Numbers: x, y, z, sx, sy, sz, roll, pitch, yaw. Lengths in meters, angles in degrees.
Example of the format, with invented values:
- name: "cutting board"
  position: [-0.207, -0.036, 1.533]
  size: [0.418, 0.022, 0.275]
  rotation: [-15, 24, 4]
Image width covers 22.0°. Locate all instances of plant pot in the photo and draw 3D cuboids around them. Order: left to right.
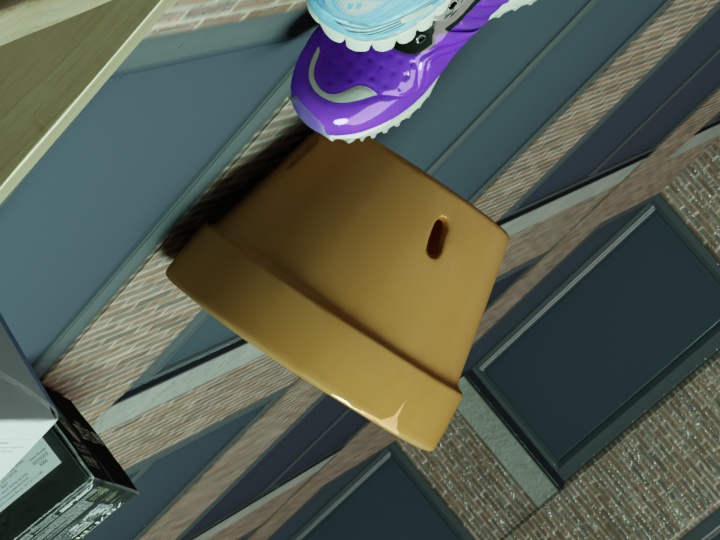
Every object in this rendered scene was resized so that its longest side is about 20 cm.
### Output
- name: "plant pot"
  position: [0.000, 0.000, 1.148]
  size: [0.140, 0.200, 0.200]
  rotation: [-56, 170, 0]

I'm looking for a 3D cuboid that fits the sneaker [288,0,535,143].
- name: "sneaker"
  position: [0.040, -0.153, 0.952]
  size: [0.200, 0.070, 0.100]
  rotation: [-41, 164, -16]

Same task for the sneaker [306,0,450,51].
- name: "sneaker"
  position: [0.058, -0.180, 0.851]
  size: [0.200, 0.078, 0.090]
  rotation: [-40, 167, 0]

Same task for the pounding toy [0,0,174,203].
- name: "pounding toy"
  position: [-0.150, -0.076, 0.445]
  size: [0.184, 0.142, 0.200]
  rotation: [-44, 180, 27]

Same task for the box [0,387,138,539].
- name: "box"
  position: [-0.256, 0.168, 1.188]
  size: [0.200, 0.086, 0.164]
  rotation: [-39, 170, -3]

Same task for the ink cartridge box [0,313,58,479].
- name: "ink cartridge box"
  position: [-0.255, 0.100, 0.840]
  size: [0.200, 0.076, 0.136]
  rotation: [-46, 152, 24]
